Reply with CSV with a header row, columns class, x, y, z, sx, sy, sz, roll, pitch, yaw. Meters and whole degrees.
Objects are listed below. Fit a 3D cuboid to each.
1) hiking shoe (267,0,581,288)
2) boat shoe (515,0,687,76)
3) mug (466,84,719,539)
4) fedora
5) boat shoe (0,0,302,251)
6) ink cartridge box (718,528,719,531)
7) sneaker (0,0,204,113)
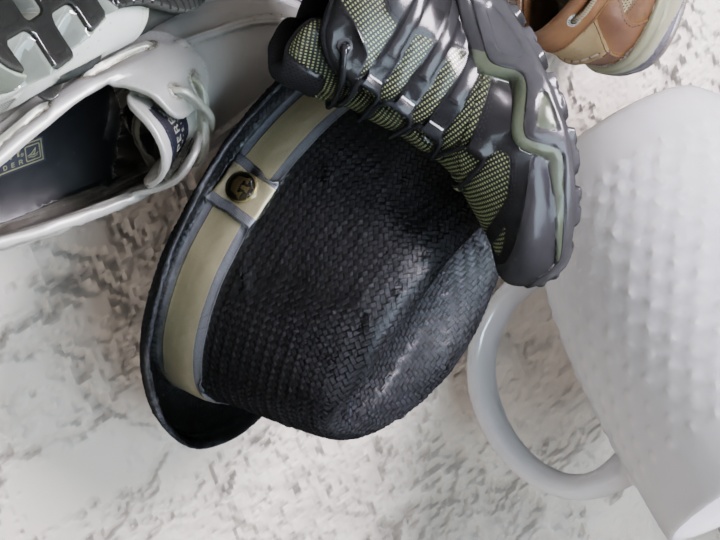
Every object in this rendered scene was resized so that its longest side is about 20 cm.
class,x,y,z,sx,sy,sz,roll,pitch,yaw
hiking shoe,0.016,-0.079,1.051,0.101,0.076,0.200,-22,95,-8
boat shoe,0.119,-0.184,1.187,0.072,0.076,0.200,3,105,-38
mug,0.140,0.025,1.234,0.200,0.175,0.148,-33,165,17
fedora,0.000,0.000,1.117,0.201,0.092,0.201,-43,151,-32
boat shoe,-0.091,-0.060,1.071,0.200,0.066,0.072,-23,121,-31
ink cartridge box,0.292,0.062,1.386,0.200,0.145,0.145,-27,124,-27
sneaker,-0.129,-0.100,1.010,0.074,0.088,0.200,59,29,-3
